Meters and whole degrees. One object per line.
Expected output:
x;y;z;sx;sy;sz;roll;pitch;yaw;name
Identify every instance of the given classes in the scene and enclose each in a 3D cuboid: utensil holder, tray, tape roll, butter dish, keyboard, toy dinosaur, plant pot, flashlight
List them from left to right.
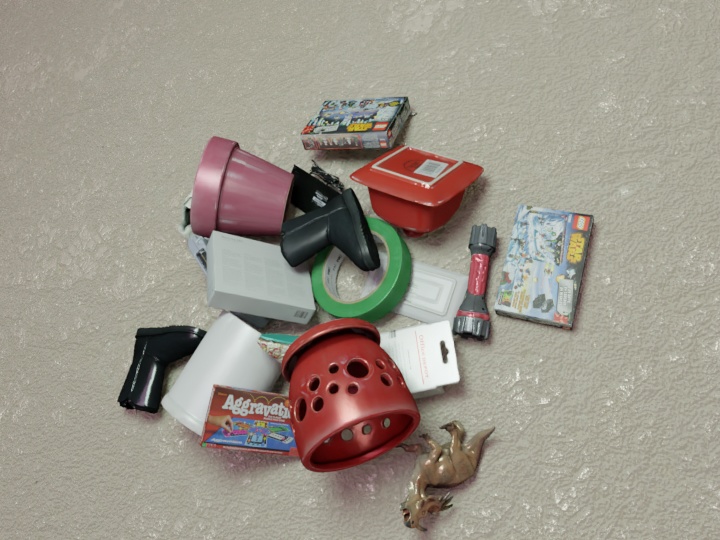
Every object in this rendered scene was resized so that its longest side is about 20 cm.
-0.243;0.201;1.161;0.168;0.170;0.202;27;78;26;utensil holder
-0.233;-0.153;1.269;0.175;0.200;0.205;12;73;-5;plant pot
-0.072;-0.155;1.308;0.199;0.039;0.106;35;108;26;keyboard
-0.025;0.195;0.997;0.198;0.201;0.185;-29;55;7;plant pot
0.000;0.000;1.189;0.197;0.048;0.205;-14;62;26;tape roll
0.099;0.033;1.177;0.196;0.022;0.109;16;78;24;tray
0.105;-0.133;1.175;0.197;0.151;0.199;21;38;29;butter dish
0.141;0.329;1.026;0.196;0.086;0.138;-21;75;-7;toy dinosaur
0.209;0.019;1.113;0.067;0.067;0.205;-6;70;54;flashlight

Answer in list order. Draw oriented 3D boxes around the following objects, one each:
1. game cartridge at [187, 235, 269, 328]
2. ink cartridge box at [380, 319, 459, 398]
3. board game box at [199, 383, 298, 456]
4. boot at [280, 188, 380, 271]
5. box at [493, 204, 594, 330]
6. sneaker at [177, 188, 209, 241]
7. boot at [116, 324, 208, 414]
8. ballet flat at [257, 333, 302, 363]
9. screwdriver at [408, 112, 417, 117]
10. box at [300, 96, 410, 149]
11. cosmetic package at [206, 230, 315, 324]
-0.261;0.026;1.245;0.041;0.133;0.201;-40;66;4;game cartridge
0.079;0.169;1.109;0.196;0.067;0.118;-14;67;15;ink cartridge box
-0.176;0.267;1.100;0.019;0.197;0.105;6;82;60;board game box
-0.061;-0.046;1.156;0.166;0.077;0.203;-28;49;10;boot
0.325;-0.009;1.101;0.134;0.040;0.204;11;75;24;box
-0.348;-0.154;1.374;0.073;0.081;0.204;2;70;22;sneaker
-0.395;0.202;1.260;0.196;0.076;0.172;-5;66;25;boot
-0.100;0.147;1.120;0.075;0.197;0.066;13;97;46;ballet flat
0.026;-0.304;1.324;0.197;0.028;0.030;-24;93;8;screwdriver
-0.010;-0.303;1.283;0.196;0.040;0.138;4;45;25;box
-0.190;0.014;1.179;0.052;0.196;0.153;-54;34;38;cosmetic package
